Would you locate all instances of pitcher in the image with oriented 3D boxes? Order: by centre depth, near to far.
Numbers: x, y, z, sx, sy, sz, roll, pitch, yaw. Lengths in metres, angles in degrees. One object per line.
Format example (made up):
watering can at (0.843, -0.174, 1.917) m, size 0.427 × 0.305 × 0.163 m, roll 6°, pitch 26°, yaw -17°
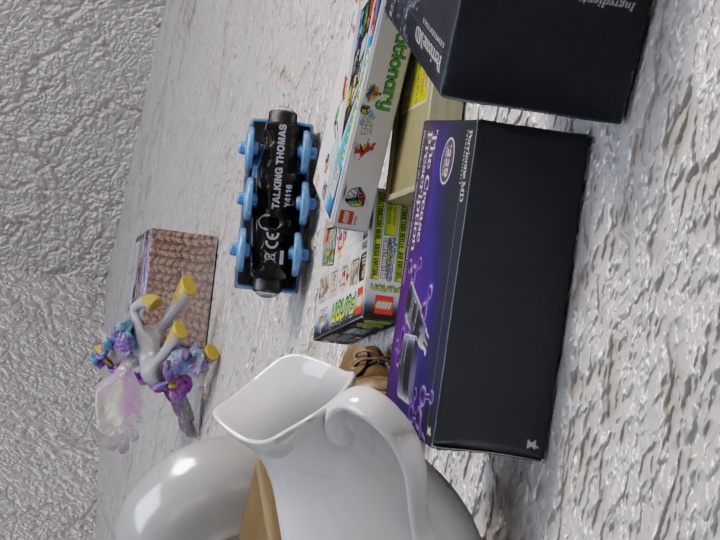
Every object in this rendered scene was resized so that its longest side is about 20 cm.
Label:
pitcher at (0.012, 0.154, 1.207) m, size 0.171 × 0.121 × 0.201 m, roll 0°, pitch 123°, yaw 61°

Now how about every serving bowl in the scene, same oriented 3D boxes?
serving bowl at (-0.110, 0.242, 1.677) m, size 0.066 × 0.199 × 0.201 m, roll -119°, pitch 37°, yaw -56°

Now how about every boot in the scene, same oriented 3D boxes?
boot at (0.002, 0.091, 1.554) m, size 0.200 × 0.073 × 0.076 m, roll 147°, pitch 139°, yaw -77°

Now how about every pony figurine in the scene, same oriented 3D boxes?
pony figurine at (-0.278, 0.129, 2.602) m, size 0.200 × 0.166 × 0.194 m, roll -36°, pitch 68°, yaw 37°

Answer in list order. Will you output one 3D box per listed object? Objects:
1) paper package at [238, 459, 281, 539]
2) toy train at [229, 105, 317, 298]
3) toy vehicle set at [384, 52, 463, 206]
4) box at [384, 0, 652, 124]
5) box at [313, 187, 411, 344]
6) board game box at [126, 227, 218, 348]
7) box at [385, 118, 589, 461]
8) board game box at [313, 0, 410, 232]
paper package at (-0.046, 0.284, 1.566) m, size 0.191 × 0.103 × 0.201 m, roll -106°, pitch 27°, yaw -60°
toy train at (-0.091, -0.070, 2.042) m, size 0.114 × 0.086 × 0.202 m, roll 140°, pitch 134°, yaw -85°
toy vehicle set at (0.056, -0.155, 1.532) m, size 0.124 × 0.026 × 0.202 m, roll 172°, pitch 105°, yaw -77°
box at (0.101, -0.216, 1.156) m, size 0.197 × 0.117 × 0.201 m, roll -113°, pitch 31°, yaw -67°
box at (0.000, 0.000, 1.680) m, size 0.200 × 0.034 × 0.111 m, roll 152°, pitch 124°, yaw -75°
board game box at (-0.274, 0.030, 2.780) m, size 0.200 × 0.096 × 0.161 m, roll 168°, pitch 109°, yaw -77°
box at (0.076, 0.008, 1.231) m, size 0.141 × 0.078 × 0.201 m, roll -165°, pitch 82°, yaw -75°
board game box at (0.004, -0.145, 1.603) m, size 0.126 × 0.034 × 0.201 m, roll -114°, pitch 35°, yaw -69°
